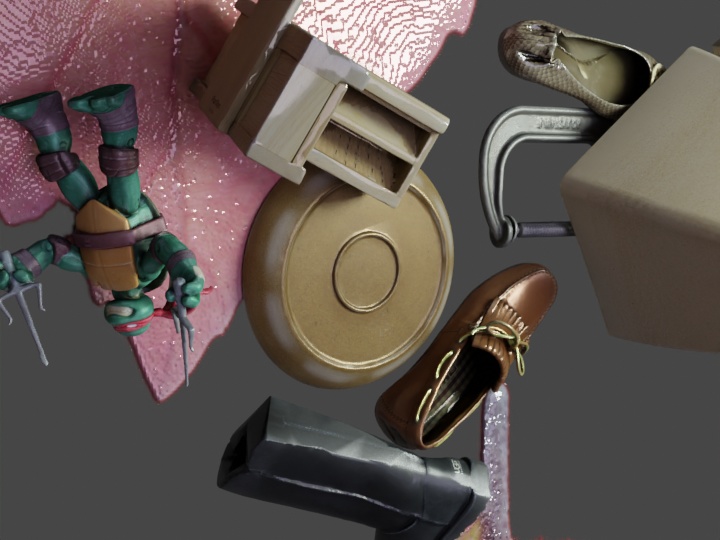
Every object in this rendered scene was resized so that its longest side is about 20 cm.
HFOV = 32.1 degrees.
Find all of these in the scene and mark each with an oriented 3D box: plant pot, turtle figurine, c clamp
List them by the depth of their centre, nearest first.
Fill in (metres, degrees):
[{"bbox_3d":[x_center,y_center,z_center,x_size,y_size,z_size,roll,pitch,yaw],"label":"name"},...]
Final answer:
[{"bbox_3d":[-0.173,-0.020,0.836,0.148,0.101,0.202,-8,107,10],"label":"turtle figurine"},{"bbox_3d":[0.000,0.000,0.994,0.199,0.027,0.202,-8,105,-33],"label":"plant pot"},{"bbox_3d":[0.322,-0.044,1.083,0.200,0.177,0.201,-44,131,-20],"label":"plant pot"},{"bbox_3d":[0.178,-0.060,1.099,0.199,0.027,0.172,4,98,-35],"label":"c clamp"}]

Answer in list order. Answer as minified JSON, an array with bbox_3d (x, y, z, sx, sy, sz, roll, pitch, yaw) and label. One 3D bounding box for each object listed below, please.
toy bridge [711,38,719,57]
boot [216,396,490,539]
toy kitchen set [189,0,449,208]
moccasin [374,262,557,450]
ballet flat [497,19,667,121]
[{"bbox_3d":[0.361,-0.207,1.165,0.027,0.067,0.201,-39,118,-21],"label":"toy bridge"},{"bbox_3d":[-0.022,0.187,0.988,0.199,0.066,0.165,16,122,-25],"label":"boot"},{"bbox_3d":[0.012,-0.133,0.833,0.180,0.200,0.164,27,99,-24],"label":"toy kitchen set"},{"bbox_3d":[0.099,0.070,1.041,0.201,0.078,0.074,-39,120,-24],"label":"moccasin"},{"bbox_3d":[0.204,-0.174,1.076,0.199,0.046,0.068,12,78,-34],"label":"ballet flat"}]
